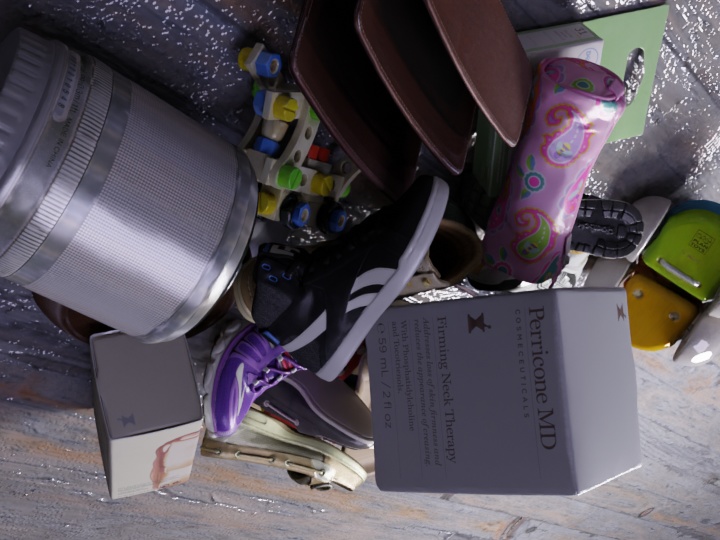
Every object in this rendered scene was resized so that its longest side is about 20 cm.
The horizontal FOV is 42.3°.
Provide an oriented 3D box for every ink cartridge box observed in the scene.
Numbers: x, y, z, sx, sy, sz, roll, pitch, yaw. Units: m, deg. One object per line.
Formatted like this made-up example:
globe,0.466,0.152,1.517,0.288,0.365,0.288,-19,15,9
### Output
ink cartridge box,0.205,-0.159,0.873,0.197,0.048,0.147,-13,131,-15

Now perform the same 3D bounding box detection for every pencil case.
pencil case,0.168,-0.083,0.824,0.086,0.088,0.203,-5,126,-26

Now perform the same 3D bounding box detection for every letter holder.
letter holder,0.045,-0.148,0.699,0.099,0.144,0.200,2,155,30

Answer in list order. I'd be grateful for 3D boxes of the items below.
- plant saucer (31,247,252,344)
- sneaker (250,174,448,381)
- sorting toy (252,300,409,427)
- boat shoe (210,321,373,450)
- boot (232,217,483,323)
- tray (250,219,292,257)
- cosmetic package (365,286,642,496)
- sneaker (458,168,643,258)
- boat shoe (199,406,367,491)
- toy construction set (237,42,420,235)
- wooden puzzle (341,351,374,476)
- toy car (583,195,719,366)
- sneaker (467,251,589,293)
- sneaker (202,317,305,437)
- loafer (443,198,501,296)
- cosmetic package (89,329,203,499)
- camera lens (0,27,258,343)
plant saucer,-0.191,0.019,0.837,0.197,0.035,0.201,-13,150,-7
sneaker,-0.022,-0.009,0.743,0.111,0.073,0.201,29,114,-9
sorting toy,-0.020,0.119,1.059,0.198,0.070,0.199,19,124,-44
boat shoe,-0.069,0.128,0.959,0.057,0.199,0.067,-61,170,30
boot,0.000,0.000,0.836,0.198,0.074,0.154,-4,173,-42
tray,-0.150,-0.046,0.823,0.198,0.022,0.108,11,128,-39
cosmetic package,0.131,0.107,0.853,0.198,0.171,0.165,-9,174,36
sneaker,0.188,-0.060,0.975,0.197,0.088,0.077,16,99,-12
boat shoe,-0.079,0.198,0.983,0.200,0.073,0.064,33,72,-34
toy construction set,-0.037,-0.100,0.781,0.198,0.091,0.133,9,99,-48
wooden puzzle,0.066,0.140,1.045,0.182,0.047,0.202,-11,135,-21
toy car,0.382,-0.001,1.118,0.150,0.174,0.202,-41,160,-45
sneaker,0.178,0.013,0.983,0.198,0.075,0.089,-9,119,-46
sneaker,-0.080,0.076,0.885,0.201,0.082,0.081,-54,156,-34
loafer,0.095,-0.014,0.979,0.062,0.073,0.200,1,157,34
cosmetic package,-0.209,0.139,0.899,0.086,0.105,0.201,-9,157,-19
camera lens,-0.183,-0.053,0.656,0.199,0.161,0.160,30,117,-32
